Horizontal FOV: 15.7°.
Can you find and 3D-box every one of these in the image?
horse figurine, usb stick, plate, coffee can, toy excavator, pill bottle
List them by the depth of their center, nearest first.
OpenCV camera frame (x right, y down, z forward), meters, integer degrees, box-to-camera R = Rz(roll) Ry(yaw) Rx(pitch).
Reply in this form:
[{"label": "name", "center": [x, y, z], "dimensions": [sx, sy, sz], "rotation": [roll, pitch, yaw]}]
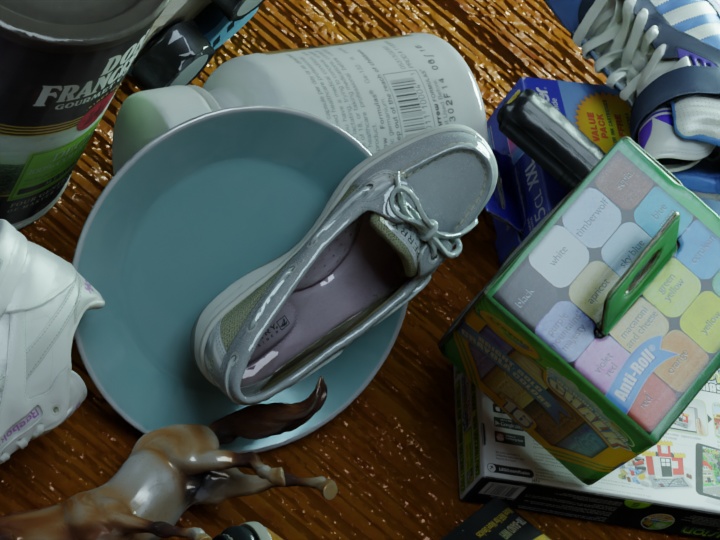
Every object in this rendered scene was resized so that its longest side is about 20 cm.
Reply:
[{"label": "horse figurine", "center": [-0.101, 0.120, 1.380], "dimensions": [0.200, 0.132, 0.050], "rotation": [-36, 123, -37]}, {"label": "coffee can", "center": [-0.197, -0.130, 1.417], "dimensions": [0.146, 0.200, 0.147], "rotation": [12, 57, -19]}, {"label": "plate", "center": [-0.067, 0.004, 1.440], "dimensions": [0.199, 0.201, 0.026], "rotation": [4, 15, -24]}, {"label": "pill bottle", "center": [-0.036, -0.071, 1.512], "dimensions": [0.199, 0.114, 0.115], "rotation": [-10, 65, -30]}, {"label": "usb stick", "center": [0.160, -0.033, 1.532], "dimensions": [0.200, 0.055, 0.033], "rotation": [42, 93, 2]}, {"label": "toy excavator", "center": [-0.078, -0.196, 1.586], "dimensions": [0.100, 0.200, 0.194], "rotation": [45, 96, 5]}]

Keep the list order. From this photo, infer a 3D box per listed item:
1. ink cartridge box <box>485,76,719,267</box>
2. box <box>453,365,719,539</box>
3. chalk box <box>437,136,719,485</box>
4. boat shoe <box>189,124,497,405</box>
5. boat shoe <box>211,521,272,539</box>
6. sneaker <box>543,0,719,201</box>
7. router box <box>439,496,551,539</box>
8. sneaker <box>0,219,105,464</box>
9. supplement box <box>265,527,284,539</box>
[{"label": "ink cartridge box", "center": [0.155, -0.041, 1.611], "dimensions": [0.199, 0.076, 0.137], "rotation": [2, 60, -22]}, {"label": "box", "center": [0.154, 0.096, 1.550], "dimensions": [0.199, 0.035, 0.110], "rotation": [11, 56, -19]}, {"label": "chalk box", "center": [0.140, 0.021, 1.422], "dimensions": [0.124, 0.200, 0.124], "rotation": [42, 76, 1]}, {"label": "boat shoe", "center": [-0.001, -0.001, 1.415], "dimensions": [0.202, 0.065, 0.075], "rotation": [-37, 117, -8]}, {"label": "boat shoe", "center": [-0.089, 0.220, 1.284], "dimensions": [0.066, 0.074, 0.200], "rotation": [8, 102, -27]}, {"label": "sneaker", "center": [0.175, -0.120, 1.564], "dimensions": [0.200, 0.081, 0.147], "rotation": [35, 36, -1]}, {"label": "router box", "center": [0.093, 0.204, 1.367], "dimensions": [0.157, 0.052, 0.200], "rotation": [39, 16, 9]}, {"label": "sneaker", "center": [-0.194, 0.079, 1.346], "dimensions": [0.099, 0.075, 0.201], "rotation": [29, 77, -28]}, {"label": "supplement box", "center": [0.003, 0.225, 1.379], "dimensions": [0.200, 0.069, 0.067], "rotation": [37, 51, -3]}]
